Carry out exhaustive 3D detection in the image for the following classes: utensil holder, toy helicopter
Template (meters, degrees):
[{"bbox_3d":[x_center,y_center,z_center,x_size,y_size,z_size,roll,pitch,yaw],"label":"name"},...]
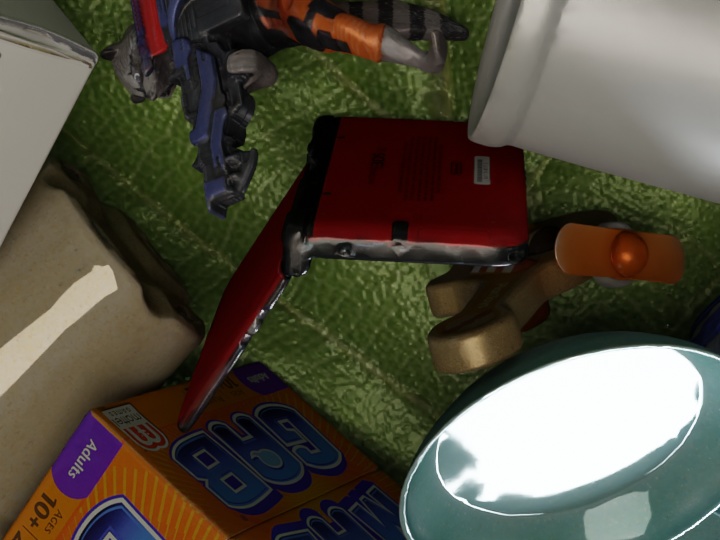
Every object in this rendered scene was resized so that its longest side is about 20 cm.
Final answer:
[{"bbox_3d":[0.172,-0.122,0.966,0.199,0.170,0.171,15,109,-3],"label":"utensil holder"},{"bbox_3d":[0.092,0.009,0.995,0.131,0.200,0.079,-10,105,24],"label":"toy helicopter"}]

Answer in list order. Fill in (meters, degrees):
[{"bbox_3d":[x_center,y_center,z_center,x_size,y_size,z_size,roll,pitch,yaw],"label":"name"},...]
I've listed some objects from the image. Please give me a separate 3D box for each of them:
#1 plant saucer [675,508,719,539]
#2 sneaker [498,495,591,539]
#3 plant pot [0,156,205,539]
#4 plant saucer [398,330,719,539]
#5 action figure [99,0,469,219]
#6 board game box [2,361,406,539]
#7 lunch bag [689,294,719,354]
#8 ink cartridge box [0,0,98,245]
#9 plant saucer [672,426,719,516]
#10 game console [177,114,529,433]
[{"bbox_3d":[0.150,0.142,1.125,0.198,0.027,0.202,1,107,5],"label":"plant saucer"},{"bbox_3d":[0.134,0.197,1.094,0.079,0.078,0.201,-21,105,2],"label":"sneaker"},{"bbox_3d":[-0.194,0.045,1.052,0.183,0.200,0.201,-40,101,4],"label":"plant pot"},{"bbox_3d":[0.113,0.093,0.992,0.198,0.036,0.201,-10,139,-8],"label":"plant saucer"},{"bbox_3d":[-0.044,-0.115,1.014,0.192,0.105,0.202,-8,70,15],"label":"action figure"},{"bbox_3d":[-0.081,0.200,1.043,0.200,0.200,0.201,40,108,15],"label":"board game box"},{"bbox_3d":[0.256,0.050,1.006,0.159,0.200,0.076,25,64,-1],"label":"lunch bag"},{"bbox_3d":[-0.234,-0.108,0.987,0.084,0.200,0.146,15,114,-40],"label":"ink cartridge box"},{"bbox_3d":[0.193,0.109,1.069,0.199,0.019,0.070,27,151,-4],"label":"plant saucer"},{"bbox_3d":[0.000,0.000,1.001,0.171,0.200,0.120,3,111,3],"label":"game console"}]
